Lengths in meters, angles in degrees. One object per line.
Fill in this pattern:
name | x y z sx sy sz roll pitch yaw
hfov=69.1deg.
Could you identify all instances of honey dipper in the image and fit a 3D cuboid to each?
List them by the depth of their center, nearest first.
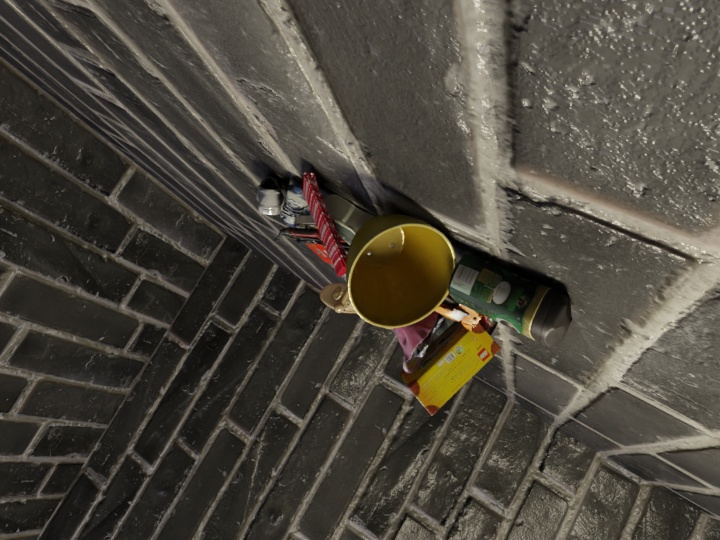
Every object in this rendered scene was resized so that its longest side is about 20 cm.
honey dipper | 0.000 0.000 1.110 0.037 0.203 0.038 28 171 5

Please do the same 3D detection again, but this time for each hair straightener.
hair straightener | -0.096 -0.067 1.170 0.195 0.042 0.077 0 160 12

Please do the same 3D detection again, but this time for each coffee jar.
coffee jar | 0.252 0.049 0.879 0.198 0.087 0.104 27 176 34

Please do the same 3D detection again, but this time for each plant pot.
plant pot | 0.055 -0.022 0.945 0.199 0.200 0.143 37 -167 -32

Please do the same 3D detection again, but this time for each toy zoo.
toy zoo | -0.064 -0.088 1.199 0.195 0.021 0.131 3 160 20

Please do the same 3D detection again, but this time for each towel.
towel | -0.069 -0.087 1.048 0.145 0.022 0.204 139 108 -80

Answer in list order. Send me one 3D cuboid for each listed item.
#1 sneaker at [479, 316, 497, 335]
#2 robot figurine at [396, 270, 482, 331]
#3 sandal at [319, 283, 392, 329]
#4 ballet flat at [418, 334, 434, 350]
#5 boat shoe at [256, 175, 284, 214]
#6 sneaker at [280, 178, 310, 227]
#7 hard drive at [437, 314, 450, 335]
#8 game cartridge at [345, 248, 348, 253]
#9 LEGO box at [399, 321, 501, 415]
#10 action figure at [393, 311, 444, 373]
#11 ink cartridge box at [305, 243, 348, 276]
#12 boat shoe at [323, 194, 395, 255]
sneaker | 0.263 0.098 1.159 0.086 0.075 0.200 31 171 13
robot figurine | 0.155 0.039 1.066 0.197 0.059 0.145 28 -153 4
sandal | 0.000 0.065 1.224 0.208 0.078 0.070 23 149 15
ballet flat | 0.107 0.087 1.185 0.203 0.071 0.072 62 173 5
boat shoe | -0.219 -0.190 1.256 0.070 0.070 0.201 6 -160 -5
sneaker | -0.145 -0.143 1.212 0.076 0.086 0.200 30 171 2
hard drive | 0.150 0.104 1.302 0.138 0.033 0.200 28 171 30
game cartridge | 0.000 -0.034 1.473 0.198 0.041 0.133 26 166 35
LEGO box | 0.187 0.198 1.127 0.077 0.200 0.149 47 178 -2
action figure | 0.073 0.092 1.121 0.197 0.134 0.151 29 127 16
ink cartridge box | -0.041 -0.003 1.259 0.197 0.048 0.160 18 168 26
boat shoe | 0.000 -0.079 1.084 0.199 0.073 0.062 38 162 11
